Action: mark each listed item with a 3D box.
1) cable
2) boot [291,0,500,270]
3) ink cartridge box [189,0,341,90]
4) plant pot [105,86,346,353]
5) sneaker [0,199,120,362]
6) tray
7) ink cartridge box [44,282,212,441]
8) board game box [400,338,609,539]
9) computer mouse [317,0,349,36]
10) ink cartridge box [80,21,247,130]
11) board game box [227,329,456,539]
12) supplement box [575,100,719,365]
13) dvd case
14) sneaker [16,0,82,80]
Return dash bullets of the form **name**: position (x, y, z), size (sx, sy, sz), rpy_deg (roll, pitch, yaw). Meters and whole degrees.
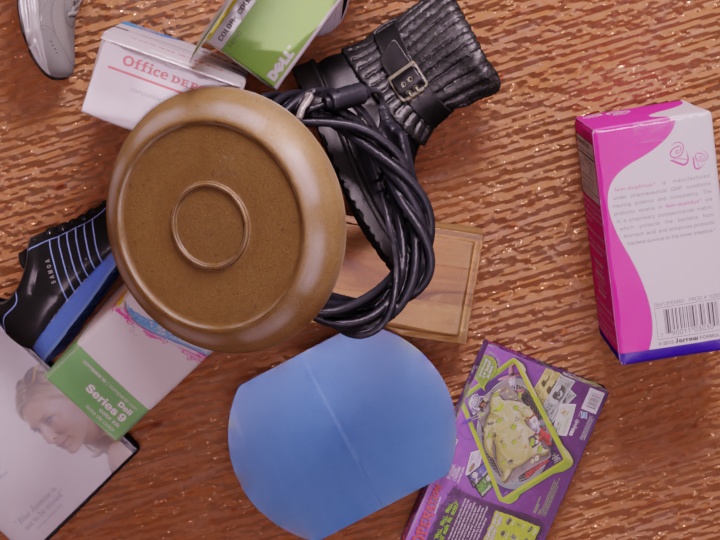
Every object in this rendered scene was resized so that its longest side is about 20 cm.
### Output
- **cable**: position (-0.022, -0.046, 1.283), size (0.163, 0.051, 0.201), rpy_deg (-6, 83, -32)
- **boot**: position (0.051, -0.113, 1.385), size (0.157, 0.079, 0.212), rpy_deg (-24, 87, 0)
- **ink cartridge box**: position (-0.053, -0.213, 1.274), size (0.076, 0.200, 0.148), rpy_deg (35, 106, -9)
- **plant pot**: position (-0.107, -0.034, 1.234), size (0.199, 0.027, 0.201), rpy_deg (4, 101, 22)
- **sneaker**: position (-0.235, -0.020, 1.414), size (0.078, 0.070, 0.200), rpy_deg (39, 92, 3)
- **tray**: position (0.000, 0.000, 1.447), size (0.199, 0.037, 0.099), rpy_deg (8, 101, -5)
- **ink cartridge box**: position (-0.145, 0.024, 1.362), size (0.087, 0.145, 0.200), rpy_deg (43, 113, -7)
- **board game box**: position (0.127, 0.174, 1.491), size (0.120, 0.032, 0.201), rpy_deg (21, 99, -11)
- **computer mouse**: position (-0.035, -0.293, 1.383), size (0.109, 0.044, 0.201), rpy_deg (1, 101, -4)
- **ink cartridge box**: position (-0.153, -0.144, 1.327), size (0.116, 0.200, 0.068), rpy_deg (19, 100, -6)
- **board game box**: position (-0.018, 0.137, 1.471), size (0.199, 0.039, 0.158), rpy_deg (-28, 101, 3)
- **supplement box**: position (0.248, -0.035, 1.418), size (0.101, 0.103, 0.201), rpy_deg (-8, 103, 0)
- **dvd case**: position (-0.313, 0.136, 1.468), size (0.143, 0.018, 0.200), rpy_deg (-44, 100, 7)
- **sneaker**: position (-0.237, -0.256, 1.368), size (0.092, 0.076, 0.201), rpy_deg (-4, 103, -6)
